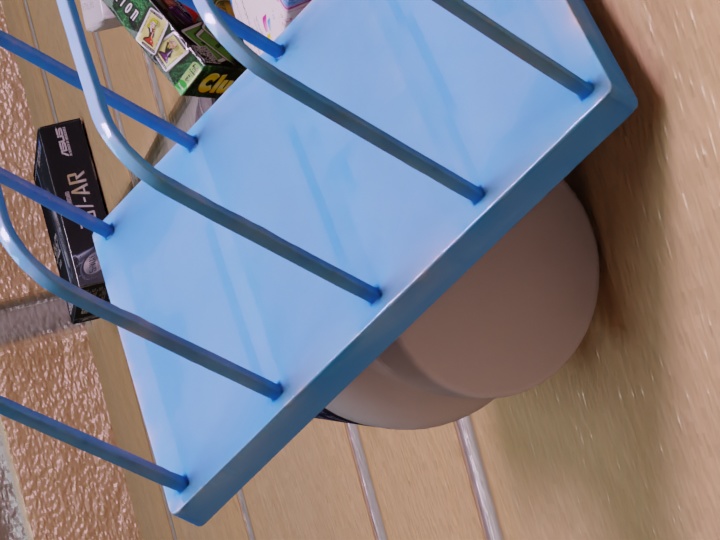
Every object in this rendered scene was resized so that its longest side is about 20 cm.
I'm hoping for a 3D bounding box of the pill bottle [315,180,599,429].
[{"bbox_3d":[0.000,0.000,0.915,0.200,0.111,0.111,2,106,65],"label":"pill bottle"}]

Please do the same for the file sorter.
[{"bbox_3d":[-0.044,-0.050,0.793,0.123,0.200,0.139,28,-153,-37],"label":"file sorter"}]

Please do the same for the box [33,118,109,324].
[{"bbox_3d":[-0.274,-0.044,2.482,0.200,0.043,0.160,129,127,-76],"label":"box"}]

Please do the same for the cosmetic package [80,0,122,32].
[{"bbox_3d":[-0.121,-0.232,1.342,0.113,0.081,0.200,-174,71,-79],"label":"cosmetic package"}]

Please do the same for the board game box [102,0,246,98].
[{"bbox_3d":[-0.100,-0.149,1.149,0.200,0.023,0.105,50,-157,23],"label":"board game box"}]

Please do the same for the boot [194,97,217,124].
[{"bbox_3d":[-0.054,-0.057,1.279,0.132,0.070,0.200,-116,26,-58],"label":"boot"}]

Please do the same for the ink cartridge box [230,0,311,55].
[{"bbox_3d":[-0.013,-0.154,0.938,0.200,0.067,0.116,100,153,-65],"label":"ink cartridge box"}]
